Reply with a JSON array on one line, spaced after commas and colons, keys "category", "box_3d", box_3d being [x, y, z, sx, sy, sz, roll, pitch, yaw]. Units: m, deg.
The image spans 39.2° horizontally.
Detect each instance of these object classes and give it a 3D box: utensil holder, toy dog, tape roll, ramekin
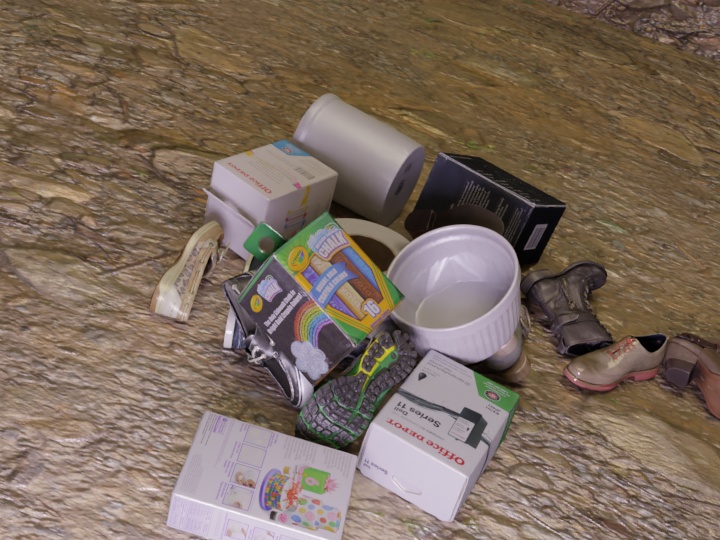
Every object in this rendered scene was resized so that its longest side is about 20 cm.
[{"category": "utensil holder", "box_3d": [-0.007, -0.193, 1.800, 0.198, 0.172, 0.170, 30, 35, 15]}, {"category": "toy dog", "box_3d": [0.199, 0.086, 1.548, 0.095, 0.134, 0.201, -16, 22, 17]}, {"category": "tape roll", "box_3d": [0.000, 0.000, 1.602, 0.198, 0.072, 0.204, 12, 34, -8]}, {"category": "ramekin", "box_3d": [0.138, 0.042, 1.456, 0.196, 0.106, 0.202, -11, 44, 11]}]

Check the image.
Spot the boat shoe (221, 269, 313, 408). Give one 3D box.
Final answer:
[{"category": "boat shoe", "box_3d": [-0.128, 0.098, 1.357, 0.063, 0.071, 0.202, -17, 72, -33]}]

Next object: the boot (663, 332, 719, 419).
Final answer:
[{"category": "boot", "box_3d": [0.579, 0.165, 1.627, 0.198, 0.071, 0.146, 31, 33, 19]}]

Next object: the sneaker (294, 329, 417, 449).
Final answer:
[{"category": "sneaker", "box_3d": [-0.007, 0.166, 1.326, 0.199, 0.085, 0.078, -39, 86, -23]}]

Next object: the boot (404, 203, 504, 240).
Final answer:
[{"category": "boot", "box_3d": [0.186, -0.026, 1.615, 0.184, 0.200, 0.065, 11, 67, 40]}]

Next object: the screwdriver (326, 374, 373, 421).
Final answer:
[{"category": "screwdriver", "box_3d": [-0.045, 0.151, 1.403, 0.028, 0.029, 0.200, -15, 48, -40]}]

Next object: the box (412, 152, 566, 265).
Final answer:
[{"category": "box", "box_3d": [0.228, -0.108, 1.771, 0.195, 0.126, 0.199, 33, 17, 22]}]

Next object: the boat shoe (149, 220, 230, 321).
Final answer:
[{"category": "boat shoe", "box_3d": [-0.242, 0.003, 1.492, 0.062, 0.074, 0.201, 25, 44, 2]}]

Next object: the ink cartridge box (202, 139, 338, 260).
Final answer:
[{"category": "ink cartridge box", "box_3d": [-0.155, -0.110, 1.640, 0.128, 0.127, 0.199, 34, 36, 26]}]

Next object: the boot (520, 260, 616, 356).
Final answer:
[{"category": "boot", "box_3d": [0.371, 0.071, 1.685, 0.197, 0.070, 0.175, -9, 46, -28]}]

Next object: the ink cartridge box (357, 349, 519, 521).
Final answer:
[{"category": "ink cartridge box", "box_3d": [0.104, 0.211, 1.324, 0.145, 0.084, 0.200, 26, 35, 15]}]

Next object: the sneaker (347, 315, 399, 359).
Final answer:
[{"category": "sneaker", "box_3d": [0.002, 0.105, 1.424, 0.198, 0.078, 0.140, 0, 39, -43]}]

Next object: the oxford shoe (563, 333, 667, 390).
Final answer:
[{"category": "oxford shoe", "box_3d": [0.399, 0.133, 1.583, 0.197, 0.076, 0.071, -9, 41, -34]}]

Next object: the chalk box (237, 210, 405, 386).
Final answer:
[{"category": "chalk box", "box_3d": [-0.067, 0.020, 1.314, 0.201, 0.125, 0.124, 48, 46, 3]}]

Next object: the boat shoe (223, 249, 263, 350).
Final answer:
[{"category": "boat shoe", "box_3d": [-0.152, 0.039, 1.468, 0.061, 0.076, 0.201, 13, 34, -3]}]

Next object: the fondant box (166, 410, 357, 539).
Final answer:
[{"category": "fondant box", "box_3d": [-0.111, 0.256, 1.182, 0.196, 0.059, 0.145, 16, 33, 0]}]
